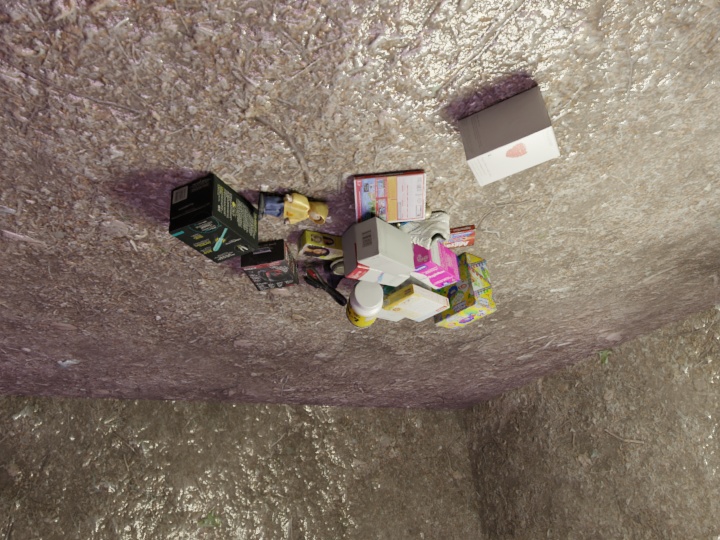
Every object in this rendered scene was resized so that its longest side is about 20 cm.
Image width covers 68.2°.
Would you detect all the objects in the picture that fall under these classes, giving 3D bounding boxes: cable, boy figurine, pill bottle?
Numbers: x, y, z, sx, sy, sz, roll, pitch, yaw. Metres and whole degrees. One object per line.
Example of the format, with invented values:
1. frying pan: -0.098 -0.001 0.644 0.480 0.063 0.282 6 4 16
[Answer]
1. cable: -0.121 0.040 1.785 0.196 0.051 0.098 28 139 9
2. boy figurine: -0.186 -0.164 1.462 0.194 0.066 0.125 6 148 -16
3. pill bottle: 0.014 0.108 1.754 0.110 0.118 0.201 -2 158 -8

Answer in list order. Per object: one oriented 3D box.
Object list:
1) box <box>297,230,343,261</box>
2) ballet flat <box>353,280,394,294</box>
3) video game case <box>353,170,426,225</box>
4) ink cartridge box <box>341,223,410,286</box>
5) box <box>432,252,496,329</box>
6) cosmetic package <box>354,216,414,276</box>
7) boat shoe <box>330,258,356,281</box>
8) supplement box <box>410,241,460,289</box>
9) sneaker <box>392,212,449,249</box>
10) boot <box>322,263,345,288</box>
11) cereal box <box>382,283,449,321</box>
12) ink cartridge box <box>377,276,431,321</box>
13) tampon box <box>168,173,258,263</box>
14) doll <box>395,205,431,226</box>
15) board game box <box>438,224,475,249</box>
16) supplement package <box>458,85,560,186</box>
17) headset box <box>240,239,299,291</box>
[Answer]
1. box: -0.097 -0.071 1.671 0.195 0.052 0.075 8 150 -27
2. ballet flat: 0.044 0.056 1.830 0.069 0.070 0.198 -2 169 -39
3. video game case: 0.081 -0.195 1.447 0.193 0.018 0.146 -6 128 -3
4. ink cartridge box: 0.047 -0.044 1.647 0.195 0.150 0.083 12 149 -31
5. box: 0.356 0.078 1.899 0.120 0.198 0.198 15 147 -37
6. cosmetic package: 0.072 -0.063 1.510 0.079 0.116 0.198 -16 157 31
7. boat shoe: 0.001 -0.001 1.707 0.195 0.062 0.072 -1 154 -19
8. supplement box: 0.232 -0.026 1.734 0.099 0.106 0.198 -23 147 33
9. sneaker: 0.178 -0.109 1.603 0.194 0.102 0.078 -12 153 11
10. boot: -0.023 0.007 1.836 0.194 0.068 0.165 -14 161 -3
11. cereal box: 0.185 0.111 1.771 0.142 0.041 0.197 -29 145 35
12. ink cartridge box: 0.136 0.069 1.885 0.142 0.149 0.198 16 145 -37
13. tampon box: -0.383 -0.131 1.407 0.146 0.130 0.200 -16 152 19
14. doll: 0.115 -0.173 1.525 0.194 0.050 0.137 3 150 -18
15. board game box: 0.275 -0.099 1.737 0.193 0.020 0.104 -9 153 5
16. supplement package: 0.344 -0.308 1.238 0.195 0.123 0.121 -19 150 23
17. headset box: -0.290 -0.018 1.702 0.144 0.077 0.201 -10 153 5
